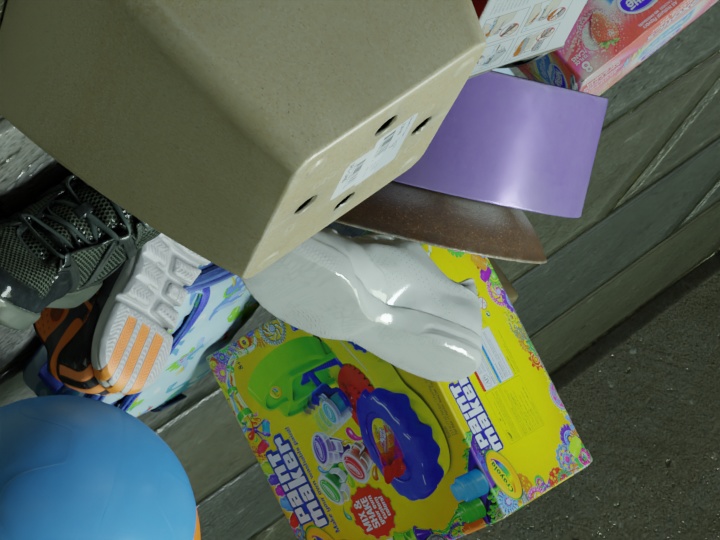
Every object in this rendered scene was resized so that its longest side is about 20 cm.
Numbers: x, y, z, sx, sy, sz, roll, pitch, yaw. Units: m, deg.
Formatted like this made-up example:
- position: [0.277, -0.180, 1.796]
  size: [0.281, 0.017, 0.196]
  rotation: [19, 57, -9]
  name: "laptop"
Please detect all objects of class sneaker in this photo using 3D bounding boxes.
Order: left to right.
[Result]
- position: [-0.180, -0.026, 1.532]
  size: [0.114, 0.076, 0.199]
  rotation: [-46, 172, 14]
  name: "sneaker"
- position: [-0.157, -0.014, 1.676]
  size: [0.112, 0.078, 0.200]
  rotation: [4, -120, 47]
  name: "sneaker"
- position: [0.000, 0.000, 1.711]
  size: [0.075, 0.200, 0.089]
  rotation: [-26, -135, 44]
  name: "sneaker"

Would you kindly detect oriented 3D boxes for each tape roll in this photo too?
- position: [0.061, -0.098, 1.707]
  size: [0.200, 0.199, 0.085]
  rotation: [-6, 110, -72]
  name: "tape roll"

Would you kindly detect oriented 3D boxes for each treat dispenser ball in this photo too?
- position: [-0.211, 0.187, 1.766]
  size: [0.201, 0.201, 0.201]
  rotation: [-39, 169, -9]
  name: "treat dispenser ball"

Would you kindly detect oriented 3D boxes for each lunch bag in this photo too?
- position: [-0.150, 0.033, 1.857]
  size: [0.161, 0.083, 0.200]
  rotation: [-23, 158, -51]
  name: "lunch bag"

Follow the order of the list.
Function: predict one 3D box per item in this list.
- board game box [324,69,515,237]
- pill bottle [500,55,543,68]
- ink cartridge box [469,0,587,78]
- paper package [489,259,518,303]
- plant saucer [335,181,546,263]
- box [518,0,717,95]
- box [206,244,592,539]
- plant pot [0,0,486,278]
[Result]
- position: [0.035, -0.085, 1.899]
  size: [0.199, 0.043, 0.200]
  rotation: [-48, 153, 0]
  name: "board game box"
- position: [0.087, -0.193, 1.681]
  size: [0.111, 0.111, 0.200]
  rotation: [-42, 169, 8]
  name: "pill bottle"
- position: [0.061, -0.228, 1.317]
  size: [0.084, 0.176, 0.200]
  rotation: [-20, 157, -26]
  name: "ink cartridge box"
- position: [0.044, 0.054, 2.543]
  size: [0.191, 0.104, 0.200]
  rotation: [-46, 168, 17]
  name: "paper package"
- position: [0.033, -0.045, 1.727]
  size: [0.200, 0.200, 0.037]
  rotation: [-5, 108, -72]
  name: "plant saucer"
- position: [0.212, -0.225, 2.014]
  size: [0.200, 0.103, 0.095]
  rotation: [-39, 169, -14]
  name: "box"
- position: [0.027, 0.102, 1.857]
  size: [0.192, 0.200, 0.122]
  rotation: [-30, 177, 40]
  name: "box"
- position: [-0.054, -0.118, 1.321]
  size: [0.200, 0.177, 0.200]
  rotation: [-34, 167, -28]
  name: "plant pot"
